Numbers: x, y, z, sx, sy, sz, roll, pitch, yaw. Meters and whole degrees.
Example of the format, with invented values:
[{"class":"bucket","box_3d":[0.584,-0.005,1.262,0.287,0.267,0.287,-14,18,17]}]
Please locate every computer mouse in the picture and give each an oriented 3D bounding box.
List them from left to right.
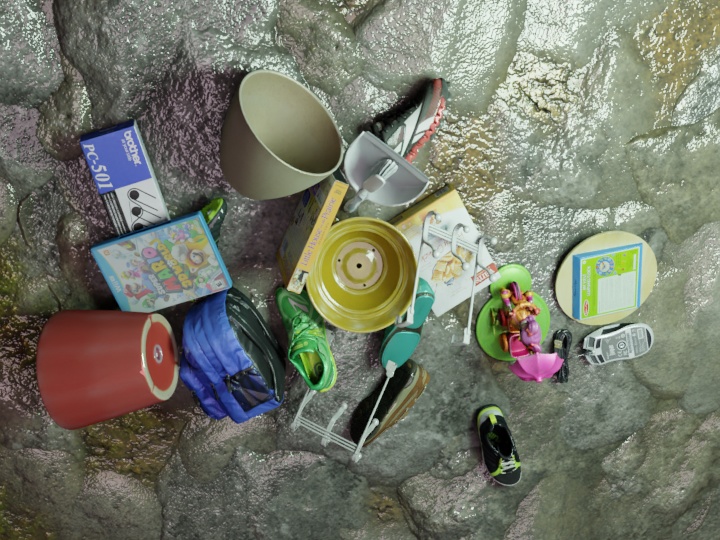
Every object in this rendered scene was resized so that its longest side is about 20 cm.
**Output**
[{"class":"computer mouse","box_3d":[0.470,0.147,1.822,0.196,0.044,0.112,-13,110,1]}]

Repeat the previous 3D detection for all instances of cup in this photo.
[{"class":"cup","box_3d":[-0.147,-0.195,1.498,0.199,0.202,0.143,34,130,-21]}]

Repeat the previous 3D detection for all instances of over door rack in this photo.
[{"class":"over door rack","box_3d":[-0.028,0.228,1.720,0.146,0.067,0.203,23,97,14]},{"class":"over door rack","box_3d":[0.155,0.018,1.595,0.146,0.066,0.204,20,82,-33]}]

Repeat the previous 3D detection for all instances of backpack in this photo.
[{"class":"backpack","box_3d":[-0.234,0.147,1.623,0.166,0.163,0.202,-25,116,4]}]

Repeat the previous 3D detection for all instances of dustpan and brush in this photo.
[{"class":"dustpan and brush","box_3d":[0.016,-0.142,1.558,0.139,0.200,0.058,36,71,-9]}]

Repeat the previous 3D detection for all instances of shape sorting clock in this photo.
[{"class":"shape sorting clock","box_3d":[0.462,0.015,1.764,0.196,0.039,0.203,-6,121,-10]}]

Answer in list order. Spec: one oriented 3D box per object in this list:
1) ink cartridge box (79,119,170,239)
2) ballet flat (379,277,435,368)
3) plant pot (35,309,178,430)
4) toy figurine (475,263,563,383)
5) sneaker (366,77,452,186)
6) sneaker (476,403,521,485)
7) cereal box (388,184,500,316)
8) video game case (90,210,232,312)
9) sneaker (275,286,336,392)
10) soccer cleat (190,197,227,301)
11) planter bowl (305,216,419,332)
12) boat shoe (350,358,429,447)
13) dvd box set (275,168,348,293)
[{"class":"ink cartridge box","box_3d":[-0.382,-0.136,1.541,0.092,0.044,0.203,-17,115,-4]},{"class":"ballet flat","box_3d":[0.083,0.091,1.704,0.066,0.071,0.202,9,129,-18]},{"class":"plant pot","box_3d":[-0.408,0.152,1.549,0.174,0.201,0.204,-9,115,13]},{"class":"toy figurine","box_3d":[0.303,0.114,1.697,0.147,0.185,0.204,-9,113,-7]},{"class":"sneaker","box_3d":[0.074,-0.241,1.568,0.097,0.071,0.202,26,107,-22]},{"class":"sneaker","box_3d":[0.274,0.359,1.848,0.071,0.083,0.202,-23,115,0]},{"class":"cereal box","box_3d":[0.150,-0.034,1.686,0.143,0.040,0.202,-31,114,3]},{"class":"video game case","box_3d":[-0.331,-0.007,1.561,0.196,0.018,0.145,-16,118,9]},{"class":"sneaker","box_3d":[-0.096,0.119,1.657,0.073,0.084,0.203,-23,88,11]},{"class":"soccer cleat","box_3d":[-0.270,-0.036,1.599,0.080,0.068,0.201,24,113,-28]},{"class":"planter bowl","box_3d":[0.000,0.000,1.640,0.196,0.084,0.205,-1,103,-5]},{"class":"boat shoe","box_3d":[0.061,0.259,1.774,0.073,0.076,0.201,25,112,-38]},{"class":"dvd box set","box_3d":[-0.083,-0.081,1.565,0.029,0.147,0.203,19,107,-19]}]
